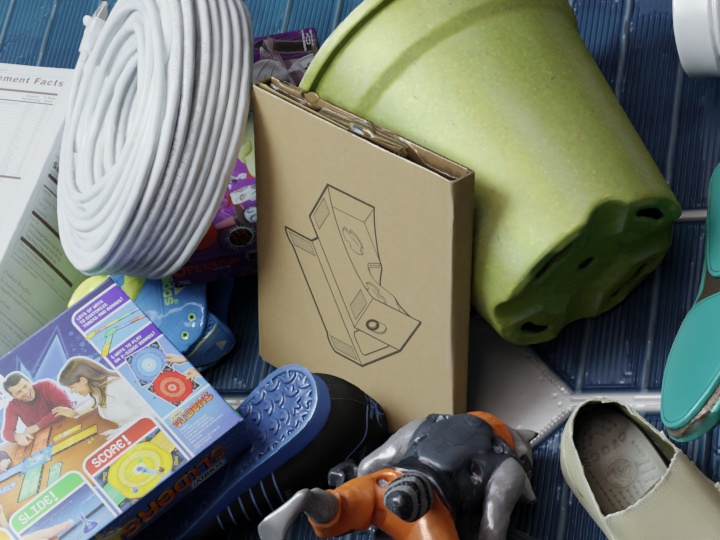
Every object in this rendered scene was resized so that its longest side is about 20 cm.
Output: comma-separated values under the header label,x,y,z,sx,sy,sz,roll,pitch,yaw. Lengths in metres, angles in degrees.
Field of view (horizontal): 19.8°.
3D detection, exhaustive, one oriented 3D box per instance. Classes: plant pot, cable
label,x,y,z,sx,sy,sz,roll,pitch,yaw
plant pot,0.089,-0.064,1.239,0.200,0.200,0.184,-35,64,1
cable,-0.131,-0.091,1.289,0.200,0.069,0.200,16,92,66

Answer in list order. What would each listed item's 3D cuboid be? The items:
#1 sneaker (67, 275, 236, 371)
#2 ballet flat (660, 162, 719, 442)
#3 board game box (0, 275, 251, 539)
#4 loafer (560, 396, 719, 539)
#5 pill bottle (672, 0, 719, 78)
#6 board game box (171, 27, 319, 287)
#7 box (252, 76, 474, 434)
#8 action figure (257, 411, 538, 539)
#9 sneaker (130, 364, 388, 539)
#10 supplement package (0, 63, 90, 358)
label,x,y,z,sx,sy,sz,roll,pitch,yaw
sneaker,-0.146,0.053,1.332,0.105,0.076,0.200,12,66,29
ballet flat,0.225,0.022,1.179,0.067,0.070,0.200,-27,37,48
board game box,-0.183,0.110,1.200,0.200,0.034,0.135,-37,61,-15
loafer,0.170,0.144,1.135,0.076,0.068,0.200,-42,53,-3
pill bottle,0.294,-0.163,1.237,0.200,0.112,0.112,0,61,23
board game box,-0.075,-0.079,1.376,0.120,0.032,0.200,-13,48,3
box,0.000,0.000,1.232,0.163,0.200,0.021,28,42,35
action figure,0.062,0.137,1.138,0.200,0.193,0.105,22,116,16
sneaker,-0.071,0.129,1.262,0.200,0.078,0.070,-34,52,29
supplement package,-0.240,-0.030,1.403,0.114,0.110,0.200,9,65,28
